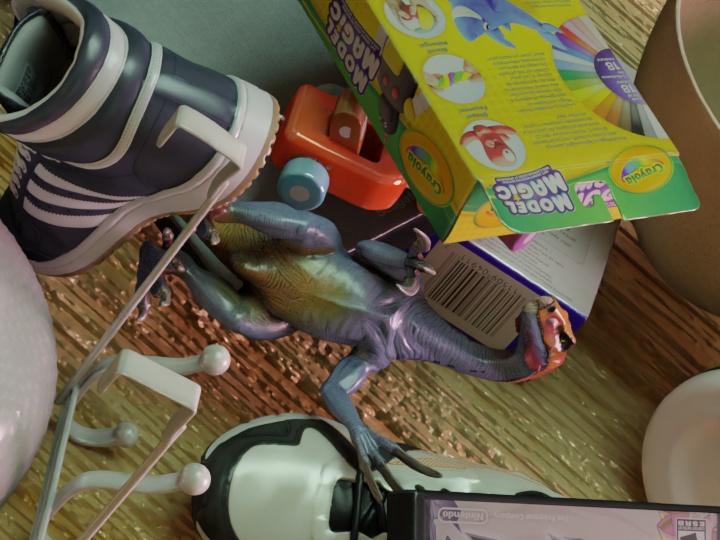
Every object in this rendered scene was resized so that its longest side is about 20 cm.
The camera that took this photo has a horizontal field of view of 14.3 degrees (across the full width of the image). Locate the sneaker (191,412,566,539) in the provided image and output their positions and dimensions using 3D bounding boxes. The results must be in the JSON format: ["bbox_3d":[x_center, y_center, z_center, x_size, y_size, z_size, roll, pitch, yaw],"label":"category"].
[{"bbox_3d":[0.020,0.105,1.267,0.199,0.080,0.074,9,85,-30],"label":"sneaker"}]

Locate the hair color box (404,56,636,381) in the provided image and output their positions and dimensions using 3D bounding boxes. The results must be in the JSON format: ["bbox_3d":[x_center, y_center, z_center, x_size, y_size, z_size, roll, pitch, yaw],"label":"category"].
[{"bbox_3d":[0.079,-0.049,1.479,0.109,0.065,0.200,33,43,-8],"label":"hair color box"}]

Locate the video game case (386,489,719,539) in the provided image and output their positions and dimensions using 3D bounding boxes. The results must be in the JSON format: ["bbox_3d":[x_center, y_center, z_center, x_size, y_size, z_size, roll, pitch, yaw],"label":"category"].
[{"bbox_3d":[0.097,0.190,1.245,0.199,0.025,0.181,6,80,-35],"label":"video game case"}]

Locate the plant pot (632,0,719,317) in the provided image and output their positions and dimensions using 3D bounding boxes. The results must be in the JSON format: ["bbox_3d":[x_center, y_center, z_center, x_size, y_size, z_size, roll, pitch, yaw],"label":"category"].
[{"bbox_3d":[0.211,-0.049,1.440,0.200,0.135,0.201,17,47,-19],"label":"plant pot"}]

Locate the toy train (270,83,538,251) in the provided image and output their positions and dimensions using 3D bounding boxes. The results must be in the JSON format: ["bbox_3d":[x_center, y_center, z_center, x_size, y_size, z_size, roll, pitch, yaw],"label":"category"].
[{"bbox_3d":[0.036,-0.090,1.346,0.150,0.056,0.200,29,42,-5],"label":"toy train"}]

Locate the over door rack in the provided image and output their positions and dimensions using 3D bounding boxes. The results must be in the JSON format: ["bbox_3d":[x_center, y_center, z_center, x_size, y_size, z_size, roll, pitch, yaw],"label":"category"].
[{"bbox_3d":[-0.084,0.059,1.145,0.066,0.200,0.148,17,44,-9],"label":"over door rack"}]

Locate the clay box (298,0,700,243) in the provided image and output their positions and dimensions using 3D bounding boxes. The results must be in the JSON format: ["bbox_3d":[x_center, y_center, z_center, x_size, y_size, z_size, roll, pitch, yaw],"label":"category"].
[{"bbox_3d":[0.057,-0.085,1.283,0.115,0.048,0.200,-8,55,-33],"label":"clay box"}]

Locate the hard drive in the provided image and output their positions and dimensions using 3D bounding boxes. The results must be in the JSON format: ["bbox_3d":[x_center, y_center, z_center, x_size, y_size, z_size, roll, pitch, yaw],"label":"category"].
[{"bbox_3d":[-0.055,-0.077,1.373,0.139,0.033,0.200,-27,67,-24],"label":"hard drive"}]

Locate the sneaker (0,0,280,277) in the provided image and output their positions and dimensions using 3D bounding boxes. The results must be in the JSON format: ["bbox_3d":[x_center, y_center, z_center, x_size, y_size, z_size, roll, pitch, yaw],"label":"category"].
[{"bbox_3d":[-0.130,-0.058,1.214,0.108,0.200,0.070,26,65,-28],"label":"sneaker"}]

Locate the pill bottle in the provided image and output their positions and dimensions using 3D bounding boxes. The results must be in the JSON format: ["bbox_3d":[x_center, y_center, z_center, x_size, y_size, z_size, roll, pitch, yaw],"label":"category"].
[{"bbox_3d":[0.240,0.079,1.455,0.200,0.111,0.111,-23,71,-47],"label":"pill bottle"}]

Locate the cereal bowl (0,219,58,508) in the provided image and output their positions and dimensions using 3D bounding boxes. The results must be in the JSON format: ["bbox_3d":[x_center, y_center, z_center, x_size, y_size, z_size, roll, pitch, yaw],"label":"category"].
[{"bbox_3d":[-0.209,0.016,1.179,0.200,0.083,0.201,22,43,-23],"label":"cereal bowl"}]

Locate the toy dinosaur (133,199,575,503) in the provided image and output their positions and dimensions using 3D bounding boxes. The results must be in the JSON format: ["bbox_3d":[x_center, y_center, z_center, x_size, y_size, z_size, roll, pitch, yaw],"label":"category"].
[{"bbox_3d":[0.000,0.000,1.267,0.181,0.105,0.200,15,31,-32],"label":"toy dinosaur"}]
